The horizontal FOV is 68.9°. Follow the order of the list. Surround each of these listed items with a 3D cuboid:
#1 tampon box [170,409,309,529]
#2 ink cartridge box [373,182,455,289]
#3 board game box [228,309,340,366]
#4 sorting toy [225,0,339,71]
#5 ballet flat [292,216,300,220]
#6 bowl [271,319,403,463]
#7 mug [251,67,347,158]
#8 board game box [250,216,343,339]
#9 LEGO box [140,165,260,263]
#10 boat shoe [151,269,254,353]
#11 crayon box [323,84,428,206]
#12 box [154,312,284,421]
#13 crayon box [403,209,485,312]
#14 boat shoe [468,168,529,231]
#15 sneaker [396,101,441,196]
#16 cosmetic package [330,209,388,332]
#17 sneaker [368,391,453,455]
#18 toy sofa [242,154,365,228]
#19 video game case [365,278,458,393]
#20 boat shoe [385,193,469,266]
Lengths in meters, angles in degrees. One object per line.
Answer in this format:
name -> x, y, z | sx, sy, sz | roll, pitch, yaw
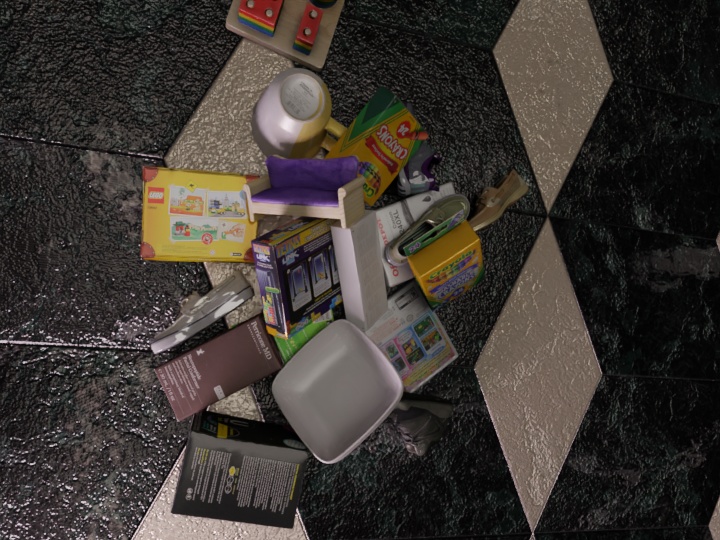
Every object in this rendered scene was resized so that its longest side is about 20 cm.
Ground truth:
tampon box -> -0.202, 0.331, 0.890 | 0.195, 0.150, 0.130 | 15, 85, -15
ink cartridge box -> 0.104, -0.067, 1.032 | 0.196, 0.083, 0.149 | -22, 94, -17
board game box -> -0.141, 0.128, 0.981 | 0.195, 0.030, 0.098 | -12, 91, -18
sorting toy -> -0.130, -0.521, 0.993 | 0.195, 0.069, 0.204 | 20, 82, -14
ballet flat -> -0.090, -0.112, 0.995 | 0.071, 0.072, 0.205 | 25, 81, -13
bowl -> -0.035, 0.213, 0.927 | 0.199, 0.075, 0.200 | -42, 59, -7
mug -> -0.100, -0.285, 0.948 | 0.181, 0.153, 0.154 | -5, 88, -16
board game box -> -0.090, -0.004, 0.912 | 0.199, 0.056, 0.170 | -32, 123, -47
LEGO box -> -0.279, -0.093, 0.925 | 0.194, 0.077, 0.154 | 2, 86, -16
boat shoe -> -0.283, 0.069, 0.922 | 0.198, 0.072, 0.067 | -33, 92, -16
crayon box -> 0.018, -0.204, 0.936 | 0.201, 0.051, 0.126 | -50, 141, 10
box -> -0.240, 0.165, 0.909 | 0.196, 0.075, 0.102 | -27, 92, -6
crayon box -> 0.158, -0.010, 0.954 | 0.124, 0.201, 0.052 | -32, 60, 1
boat shoe -> 0.268, -0.139, 1.095 | 0.199, 0.071, 0.065 | -38, 93, -25
sneaker -> 0.113, -0.237, 1.024 | 0.085, 0.075, 0.206 | 0, 70, 5
cosmetic package -> 0.000, 0.000, 0.950 | 0.082, 0.050, 0.205 | -39, 129, -46
sneaker -> 0.086, 0.292, 0.998 | 0.196, 0.076, 0.117 | 18, 87, -32
toy sofa -> -0.093, -0.134, 0.872 | 0.195, 0.083, 0.100 | 6, 115, 24
video game case -> 0.077, 0.149, 1.046 | 0.198, 0.024, 0.185 | -33, 97, -16
boat shoe -> 0.133, -0.073, 0.964 | 0.199, 0.062, 0.073 | -39, 98, -15
